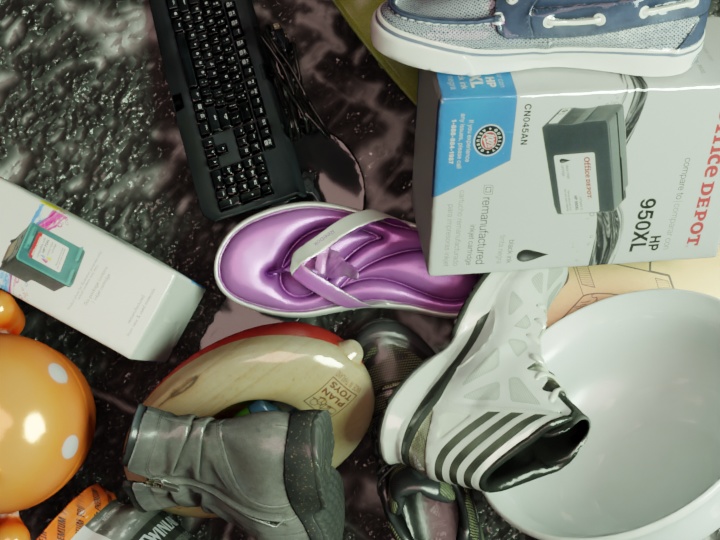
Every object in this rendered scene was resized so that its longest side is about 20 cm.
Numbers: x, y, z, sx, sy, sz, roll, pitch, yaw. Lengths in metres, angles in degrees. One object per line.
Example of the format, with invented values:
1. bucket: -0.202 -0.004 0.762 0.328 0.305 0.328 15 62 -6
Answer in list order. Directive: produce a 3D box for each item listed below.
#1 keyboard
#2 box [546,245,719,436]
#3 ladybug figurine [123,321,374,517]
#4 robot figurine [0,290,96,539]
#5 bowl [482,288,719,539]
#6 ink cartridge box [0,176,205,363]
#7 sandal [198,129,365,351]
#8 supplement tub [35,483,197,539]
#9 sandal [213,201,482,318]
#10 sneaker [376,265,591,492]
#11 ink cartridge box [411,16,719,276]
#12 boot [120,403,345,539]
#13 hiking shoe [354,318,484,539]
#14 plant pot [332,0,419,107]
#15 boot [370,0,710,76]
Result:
1. keyboard: -0.090 -0.141 0.868 0.104 0.040 0.200 -17 72 0
2. box: 0.178 0.009 0.870 0.200 0.021 0.164 43 89 5
3. ladybug figurine: -0.076 0.097 0.824 0.200 0.072 0.136 -32 125 22
4. robot figurine: -0.233 0.102 0.789 0.117 0.200 0.144 34 79 -4
5. bowl: 0.182 0.115 0.781 0.201 0.201 0.090 -38 122 -1
6. ink cartridge box: -0.219 -0.011 0.843 0.200 0.116 0.067 28 86 5
7. sandal: -0.053 -0.007 0.871 0.076 0.043 0.200 22 86 5
8. supplement tub: -0.134 0.244 0.812 0.200 0.123 0.123 38 87 5
9. sandal: 0.000 -0.008 0.834 0.202 0.050 0.083 1 88 -6
10. sneaker: 0.110 0.069 0.780 0.115 0.076 0.201 21 54 30
11. ink cartridge box: 0.139 -0.080 0.779 0.200 0.145 0.084 -4 42 -5
12. boot: -0.080 0.152 0.790 0.131 0.200 0.070 1 42 7
13. hiking shoe: 0.043 0.126 0.825 0.076 0.101 0.200 -19 84 1
14. plant pot: 0.086 -0.209 0.822 0.193 0.200 0.200 -38 84 11
15. boot: 0.106 -0.169 0.701 0.200 0.090 0.073 0 42 -1
